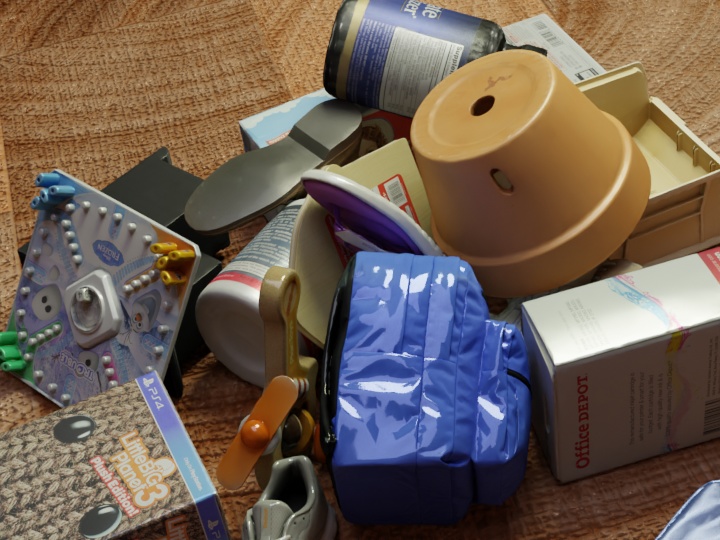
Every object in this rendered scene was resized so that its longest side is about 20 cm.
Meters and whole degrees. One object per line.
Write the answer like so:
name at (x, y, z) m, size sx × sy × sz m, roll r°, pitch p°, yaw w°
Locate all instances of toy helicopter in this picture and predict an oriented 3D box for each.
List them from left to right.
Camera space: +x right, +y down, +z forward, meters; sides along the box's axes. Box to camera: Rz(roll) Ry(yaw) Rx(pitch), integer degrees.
toy helicopter at (-0.069, 0.093, 1.176) m, size 0.079 × 0.200 × 0.132 m, roll 10°, pitch 27°, yaw 21°

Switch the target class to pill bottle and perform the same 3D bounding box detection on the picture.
pill bottle at (-0.049, 0.004, 1.337) m, size 0.120 × 0.120 × 0.200 m, roll 18°, pitch 48°, yaw 29°
pill bottle at (0.073, -0.197, 1.392) m, size 0.200 × 0.112 × 0.112 m, roll 16°, pitch 45°, yaw 6°

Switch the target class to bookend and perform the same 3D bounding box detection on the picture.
bookend at (-0.186, -0.005, 1.397) m, size 0.199 × 0.092 × 0.200 m, roll 24°, pitch 50°, yaw 32°

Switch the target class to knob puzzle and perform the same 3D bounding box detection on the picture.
knob puzzle at (0.000, 0.000, 1.281) m, size 0.030 × 0.220 × 0.220 m, roll -8°, pitch 32°, yaw 46°

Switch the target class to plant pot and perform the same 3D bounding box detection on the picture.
plant pot at (0.133, -0.095, 1.257) m, size 0.200 × 0.140 × 0.200 m, roll -23°, pitch 39°, yaw 19°

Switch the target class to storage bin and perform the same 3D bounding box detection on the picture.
storage bin at (0.252, -0.096, 1.411) m, size 0.198 × 0.094 × 0.200 m, roll -21°, pitch 41°, yaw -12°

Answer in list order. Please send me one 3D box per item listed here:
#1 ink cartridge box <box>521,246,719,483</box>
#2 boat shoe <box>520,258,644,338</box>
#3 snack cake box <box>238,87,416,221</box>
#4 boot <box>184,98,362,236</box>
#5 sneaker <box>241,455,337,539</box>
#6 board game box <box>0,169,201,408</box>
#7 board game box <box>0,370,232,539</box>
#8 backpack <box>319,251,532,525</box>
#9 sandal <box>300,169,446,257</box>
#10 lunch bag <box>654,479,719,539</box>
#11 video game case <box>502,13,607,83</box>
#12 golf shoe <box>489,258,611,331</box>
ink cartridge box at (0.238, 0.074, 1.175) m, size 0.200 × 0.146 × 0.083 m, roll -15°, pitch 43°, yaw -6°
boat shoe at (0.224, 0.031, 1.254) m, size 0.200 × 0.076 × 0.072 m, roll -2°, pitch 60°, yaw -25°
snack cake box at (-0.015, -0.129, 1.487) m, size 0.200 × 0.115 × 0.067 m, roll -23°, pitch 42°, yaw -15°
boot at (-0.077, -0.081, 1.382) m, size 0.200 × 0.075 × 0.074 m, roll -34°, pitch 59°, yaw -19°
sneaker at (-0.071, 0.228, 1.105) m, size 0.076 × 0.092 × 0.200 m, roll -1°, pitch 42°, yaw 12°
board game box at (-0.246, 0.035, 1.294) m, size 0.200 × 0.200 × 0.026 m, roll 27°, pitch 16°, yaw 32°
board game box at (-0.223, 0.198, 1.166) m, size 0.200 × 0.097 × 0.159 m, roll -22°, pitch 42°, yaw -14°
backpack at (0.052, 0.090, 1.162) m, size 0.168 × 0.163 × 0.200 m, roll 1°, pitch 61°, yaw -1°
sandal at (0.022, -0.015, 1.230) m, size 0.082 × 0.203 × 0.050 m, roll 2°, pitch 59°, yaw 50°
lunch bag at (0.243, 0.250, 0.984) m, size 0.136 × 0.132 × 0.200 m, roll 23°, pitch 50°, yaw 33°
video game case at (0.173, -0.209, 1.613) m, size 0.182 × 0.023 × 0.200 m, roll -20°, pitch 43°, yaw -12°
golf shoe at (0.155, 0.061, 1.284) m, size 0.200 × 0.078 × 0.097 m, roll -26°, pitch 62°, yaw -13°
